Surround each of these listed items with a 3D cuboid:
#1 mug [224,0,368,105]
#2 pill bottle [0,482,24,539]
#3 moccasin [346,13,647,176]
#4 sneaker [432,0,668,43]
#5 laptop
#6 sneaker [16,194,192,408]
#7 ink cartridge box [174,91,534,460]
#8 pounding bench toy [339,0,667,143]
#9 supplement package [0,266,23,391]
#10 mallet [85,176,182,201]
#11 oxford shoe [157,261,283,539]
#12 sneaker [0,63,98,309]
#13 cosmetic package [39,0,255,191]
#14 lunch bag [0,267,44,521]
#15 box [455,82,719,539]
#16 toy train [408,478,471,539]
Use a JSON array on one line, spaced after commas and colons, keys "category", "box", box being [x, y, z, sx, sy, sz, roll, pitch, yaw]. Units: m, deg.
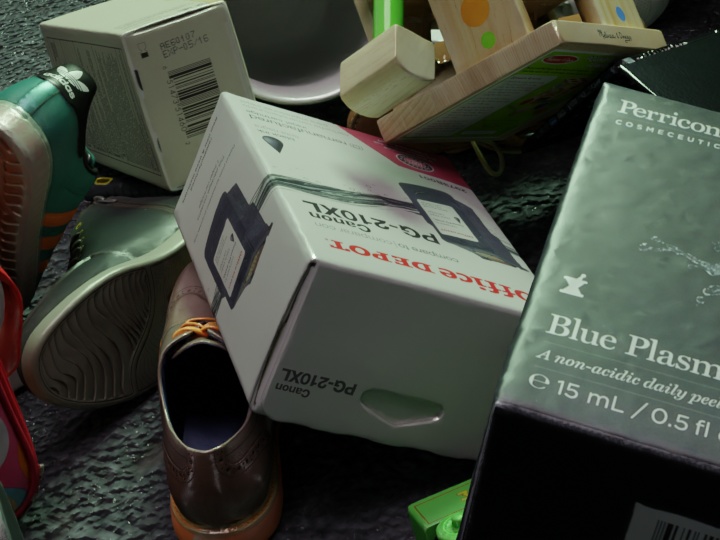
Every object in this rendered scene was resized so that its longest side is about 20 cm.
[{"category": "mug", "box": [-0.031, -0.205, 1.140, 0.199, 0.148, 0.175, -20, 13, -6]}, {"category": "pill bottle", "box": [-0.239, 0.159, 0.688, 0.199, 0.112, 0.112, -20, 33, -10]}, {"category": "moccasin", "box": [0.089, -0.108, 1.023, 0.201, 0.074, 0.078, -10, 31, 8]}, {"category": "sneaker", "box": [0.108, -0.155, 1.099, 0.199, 0.074, 0.116, -8, 33, 26]}, {"category": "laptop", "box": [0.219, -0.085, 0.910, 0.177, 0.104, 0.200, -18, -10, -23]}, {"category": "sneaker", "box": [-0.148, 0.015, 0.928, 0.106, 0.075, 0.200, 4, 27, 33]}, {"category": "ink cartridge box", "box": [0.000, 0.000, 0.820, 0.144, 0.085, 0.200, 14, 23, -24]}, {"category": "pounding bench toy", "box": [0.046, -0.166, 0.881, 0.124, 0.156, 0.200, -27, -11, 36]}, {"category": "supplement package", "box": [-0.301, 0.045, 0.880, 0.121, 0.120, 0.200, 20, 44, 42]}, {"category": "mallet", "box": [-0.096, -0.051, 1.042, 0.199, 0.041, 0.066, -6, 34, 19]}, {"category": "oxford shoe", "box": [-0.070, 0.047, 0.820, 0.071, 0.073, 0.200, -10, 39, -3]}, {"category": "sneaker", "box": [-0.190, -0.041, 0.929, 0.071, 0.200, 0.080, 41, 54, 6]}, {"category": "cosmetic package", "box": [-0.138, -0.120, 1.051, 0.073, 0.104, 0.200, -22, 19, -19]}, {"category": "lunch bag", "box": [-0.240, 0.054, 0.772, 0.176, 0.200, 0.082, -28, 31, -22]}, {"category": "box", "box": [0.160, 0.047, 0.650, 0.196, 0.118, 0.200, 16, 45, 9]}, {"category": "toy train", "box": [0.115, 0.093, 0.736, 0.200, 0.042, 0.056, -21, 22, -13]}]
